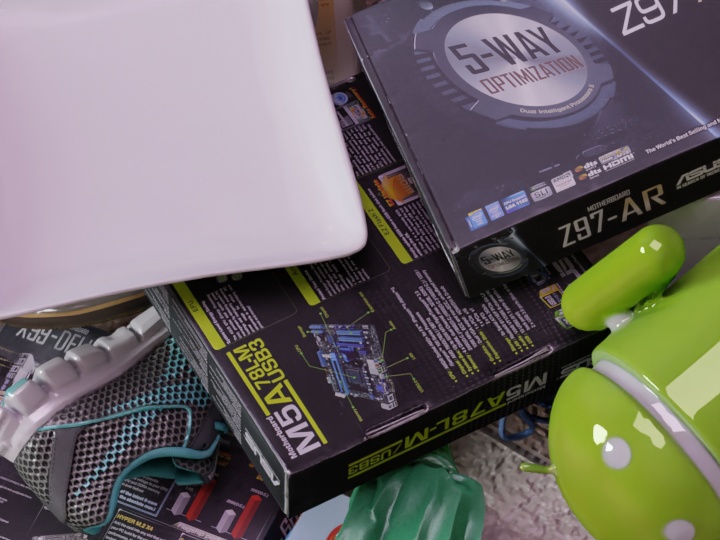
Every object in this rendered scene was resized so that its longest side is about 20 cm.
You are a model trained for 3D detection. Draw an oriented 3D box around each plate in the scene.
[{"bbox_3d":[-0.112,-0.071,1.225,0.199,0.032,0.201,-11,62,-6],"label":"plate"}]

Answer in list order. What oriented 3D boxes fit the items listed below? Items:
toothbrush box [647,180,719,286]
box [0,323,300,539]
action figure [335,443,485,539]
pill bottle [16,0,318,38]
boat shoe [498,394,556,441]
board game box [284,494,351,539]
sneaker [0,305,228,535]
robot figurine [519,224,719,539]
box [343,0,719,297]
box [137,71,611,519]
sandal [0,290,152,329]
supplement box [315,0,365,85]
[{"bbox_3d":[0.246,-0.032,1.263,0.199,0.147,0.086,-5,56,10],"label":"toothbrush box"},{"bbox_3d":[-0.130,0.117,1.308,0.199,0.050,0.158,17,62,22],"label":"box"},{"bbox_3d":[0.016,0.162,1.176,0.118,0.055,0.201,6,63,18],"label":"action figure"},{"bbox_3d":[-0.133,-0.144,1.332,0.199,0.113,0.113,-21,55,-13],"label":"pill bottle"},{"bbox_3d":[0.071,0.047,1.297,0.199,0.084,0.069,16,42,36],"label":"boat shoe"},{"bbox_3d":[0.019,0.229,1.200,0.199,0.056,0.196,22,65,24],"label":"board game box"},{"bbox_3d":[-0.092,0.064,1.272,0.200,0.078,0.091,-32,82,-20],"label":"sneaker"},{"bbox_3d":[0.172,0.059,1.162,0.200,0.116,0.176,-39,88,-9],"label":"robot figurine"},{"bbox_3d":[0.111,-0.095,1.222,0.199,0.044,0.161,-23,55,0],"label":"box"},{"bbox_3d":[0.000,0.000,1.234,0.193,0.048,0.200,-26,58,-17],"label":"box"},{"bbox_3d":[-0.180,-0.010,1.346,0.199,0.055,0.082,11,23,30],"label":"sandal"},{"bbox_3d":[-0.059,-0.127,1.434,0.125,0.074,0.201,-8,58,7],"label":"supplement box"}]
